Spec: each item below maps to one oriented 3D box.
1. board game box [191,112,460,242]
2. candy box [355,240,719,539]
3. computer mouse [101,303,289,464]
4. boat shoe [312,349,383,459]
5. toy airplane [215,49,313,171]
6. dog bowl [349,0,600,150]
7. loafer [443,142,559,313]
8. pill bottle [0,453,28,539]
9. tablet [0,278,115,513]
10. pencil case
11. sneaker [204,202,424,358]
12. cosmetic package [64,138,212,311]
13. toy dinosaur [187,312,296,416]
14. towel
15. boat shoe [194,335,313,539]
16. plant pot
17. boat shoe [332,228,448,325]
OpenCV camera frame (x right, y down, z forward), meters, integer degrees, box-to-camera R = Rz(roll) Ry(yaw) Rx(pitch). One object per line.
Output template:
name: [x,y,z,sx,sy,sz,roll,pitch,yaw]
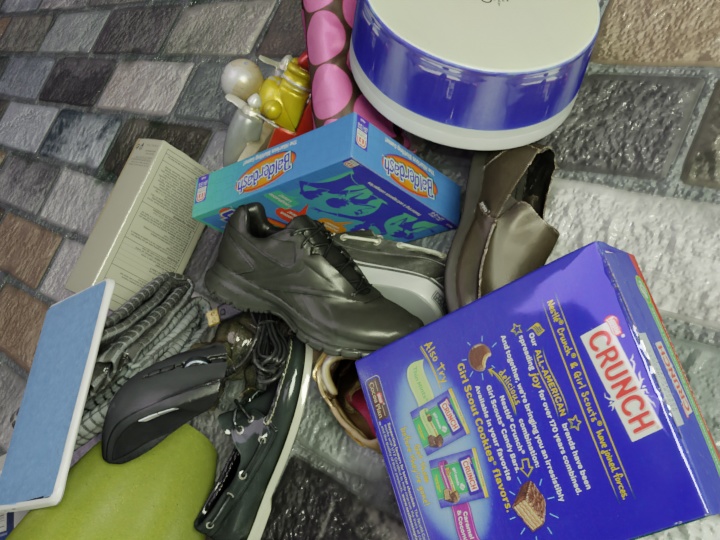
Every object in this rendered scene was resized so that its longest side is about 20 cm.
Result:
board game box: [-0.032,-0.062,0.807,0.198,0.151,0.046,-15,61,39]
candy box: [0.112,0.102,0.581,0.199,0.077,0.171,-29,70,32]
computer mouse: [-0.153,0.077,0.783,0.198,0.046,0.141,-30,30,14]
boat shoe: [-0.003,0.088,0.748,0.074,0.069,0.200,-54,39,6]
toy airplane: [-0.096,-0.155,0.935,0.200,0.141,0.199,-52,15,-19]
dog bowl: [0.092,-0.197,0.734,0.079,0.197,0.202,101,165,-51]
loafer: [0.116,-0.023,0.695,0.071,0.073,0.203,-12,59,39]
pill bottle: [-0.354,0.296,0.940,0.111,0.111,0.201,-40,43,19]
tablet: [-0.275,0.112,0.802,0.129,0.014,0.203,-19,54,43]
pencil case: [-0.004,-0.193,0.823,0.091,0.092,0.203,130,135,-77]
sneaker: [-0.036,0.007,0.722,0.198,0.076,0.092,22,107,17]
cosmetic package: [-0.254,-0.044,1.058,0.073,0.103,0.202,14,75,49]
toy dinosaur: [-0.107,0.060,0.863,0.201,0.077,0.102,-50,34,5]
towel: [-0.258,0.095,0.927,0.165,0.086,0.200,-35,10,22]
boat shoe: [-0.095,0.145,0.767,0.075,0.065,0.202,-109,37,-73]
plant pot: [-0.214,0.237,0.809,0.185,0.188,0.202,-9,43,41]
boat shoe: [0.000,0.000,0.791,0.198,0.071,0.064,14,53,30]
